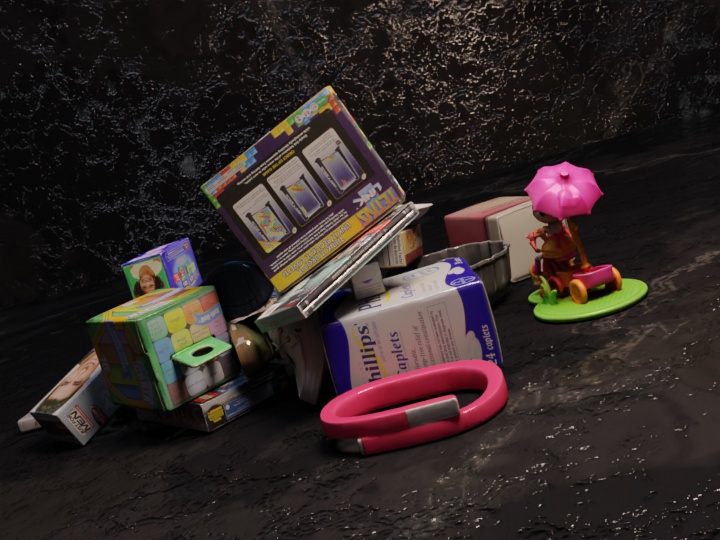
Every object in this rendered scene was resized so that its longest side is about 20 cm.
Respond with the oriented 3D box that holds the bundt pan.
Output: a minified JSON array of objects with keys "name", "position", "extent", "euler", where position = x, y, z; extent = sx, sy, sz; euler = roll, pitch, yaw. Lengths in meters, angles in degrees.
[{"name":"bundt pan","position":[0.136,0.021,1.278],"extent":[0.198,0.077,0.202],"euler":[-16,10,3]}]

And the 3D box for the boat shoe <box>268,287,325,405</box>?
[{"name":"boat shoe","position":[-0.084,0.084,1.079],"extent":[0.068,0.072,0.202],"euler":[6,42,-15]}]

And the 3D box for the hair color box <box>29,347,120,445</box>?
[{"name":"hair color box","position":[-0.370,0.155,1.233],"extent":[0.098,0.061,0.201],"euler":[-7,35,46]}]

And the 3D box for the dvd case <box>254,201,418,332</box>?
[{"name":"dvd case","position":[-0.030,-0.003,1.025],"extent":[0.200,0.022,0.145],"euler":[-42,9,-28]}]

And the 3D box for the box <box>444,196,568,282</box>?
[{"name":"box","position":[0.245,-0.057,1.431],"extent":[0.126,0.111,0.199],"euler":[-19,10,-18]}]

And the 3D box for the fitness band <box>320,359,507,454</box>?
[{"name":"fitness band","position":[0.055,0.140,0.885],"extent":[0.196,0.038,0.144],"euler":[-14,7,10]}]

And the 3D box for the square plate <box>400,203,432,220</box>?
[{"name":"square plate","position":[-0.017,-0.069,1.302],"extent":[0.197,0.029,0.197],"euler":[-2,12,36]}]

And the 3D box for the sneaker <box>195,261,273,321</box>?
[{"name":"sneaker","position":[-0.166,0.028,1.148],"extent":[0.081,0.075,0.199],"euler":[-16,-2,-39]}]

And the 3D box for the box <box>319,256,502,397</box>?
[{"name":"box","position":[0.057,0.071,1.049],"extent":[0.196,0.107,0.184],"euler":[-17,9,2]}]

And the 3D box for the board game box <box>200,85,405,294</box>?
[{"name":"board game box","position":[-0.068,-0.098,1.049],"extent":[0.199,0.166,0.057],"euler":[-35,11,9]}]

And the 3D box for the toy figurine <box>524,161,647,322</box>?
[{"name":"toy figurine","position":[0.269,-0.048,1.120],"extent":[0.148,0.188,0.200],"euler":[-18,9,-13]}]

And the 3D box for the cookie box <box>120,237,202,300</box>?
[{"name":"cookie box","position":[-0.310,0.063,1.421],"extent":[0.074,0.204,0.171],"euler":[-16,9,7]}]

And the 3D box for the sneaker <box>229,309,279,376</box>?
[{"name":"sneaker","position":[-0.126,0.086,1.148],"extent":[0.088,0.068,0.200],"euler":[-20,5,-6]}]

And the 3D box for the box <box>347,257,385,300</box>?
[{"name":"box","position":[0.000,0.000,1.114],"extent":[0.041,0.039,0.200],"euler":[-16,8,-2]}]

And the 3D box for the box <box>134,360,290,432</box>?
[{"name":"box","position":[-0.205,0.165,1.154],"extent":[0.136,0.041,0.198],"euler":[-23,11,-38]}]

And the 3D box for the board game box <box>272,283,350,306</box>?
[{"name":"board game box","position":[-0.036,0.040,1.386],"extent":[0.149,0.037,0.199],"euler":[14,-10,-33]}]

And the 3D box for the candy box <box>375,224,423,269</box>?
[{"name":"candy box","position":[-0.010,-0.031,1.339],"extent":[0.196,0.057,0.115],"euler":[-6,8,19]}]

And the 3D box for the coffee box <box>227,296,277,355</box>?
[{"name":"coffee box","position":[-0.188,0.087,1.312],"extent":[0.197,0.082,0.112],"euler":[-5,2,-36]}]

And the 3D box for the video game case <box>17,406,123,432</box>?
[{"name":"video game case","position":[-0.431,0.201,1.394],"extent":[0.179,0.023,0.200],"euler":[-15,9,11]}]

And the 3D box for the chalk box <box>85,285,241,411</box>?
[{"name":"chalk box","position":[-0.245,0.098,1.101],"extent":[0.123,0.126,0.198],"euler":[-25,12,-40]}]
